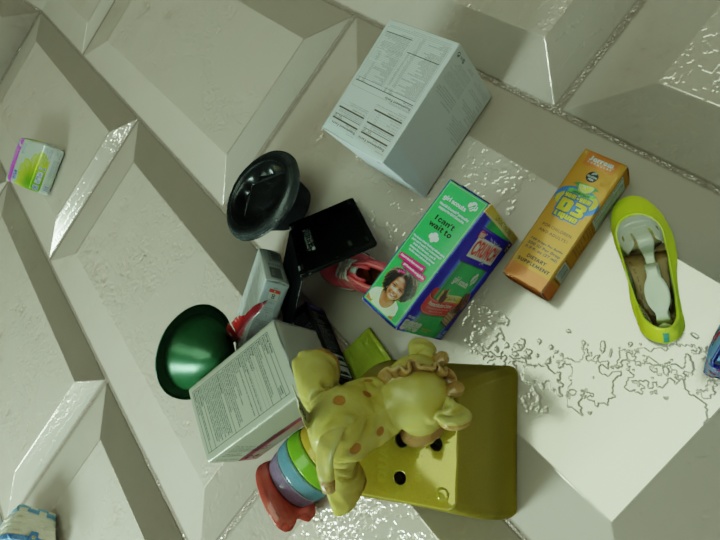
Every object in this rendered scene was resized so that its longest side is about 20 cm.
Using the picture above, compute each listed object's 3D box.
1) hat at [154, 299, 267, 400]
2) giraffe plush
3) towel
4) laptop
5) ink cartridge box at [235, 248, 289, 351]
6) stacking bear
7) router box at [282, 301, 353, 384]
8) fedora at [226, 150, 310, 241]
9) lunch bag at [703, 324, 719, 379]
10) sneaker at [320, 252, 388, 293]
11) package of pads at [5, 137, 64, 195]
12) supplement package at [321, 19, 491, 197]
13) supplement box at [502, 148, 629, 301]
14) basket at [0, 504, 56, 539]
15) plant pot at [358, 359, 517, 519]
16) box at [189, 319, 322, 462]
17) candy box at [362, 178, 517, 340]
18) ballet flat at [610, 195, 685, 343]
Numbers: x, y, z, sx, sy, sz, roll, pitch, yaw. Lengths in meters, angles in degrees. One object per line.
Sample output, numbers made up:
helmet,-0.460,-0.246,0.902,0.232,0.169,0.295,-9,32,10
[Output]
hat,-0.214,0.148,0.819,0.176,0.200,0.166,12,63,27
giraffe plush,0.023,0.143,0.534,0.162,0.200,0.173,-16,63,-8
towel,-0.033,0.192,0.846,0.200,0.018,0.086,-46,59,13
laptop,-0.068,-0.007,0.871,0.200,0.116,0.187,-24,33,0
ink cartridge box,-0.188,0.078,0.923,0.162,0.050,0.200,-124,50,-64
stacking bear,-0.056,0.286,0.785,0.200,0.121,0.114,-43,67,4
router box,-0.124,0.176,0.874,0.200,0.052,0.157,-40,52,17
fedora,-0.166,-0.130,0.967,0.200,0.092,0.201,-18,61,36
lunch bag,0.432,0.022,0.518,0.094,0.151,0.200,14,85,34
sneaker,0.000,0.000,0.834,0.200,0.087,0.074,14,84,36
package of pads,-1.024,-0.332,1.583,0.200,0.068,0.155,19,89,34
supplement package,0.076,-0.258,0.818,0.151,0.152,0.200,38,98,34
supplement box,0.281,-0.060,0.688,0.067,0.069,0.200,35,94,32
basket,-0.752,0.633,1.091,0.176,0.139,0.200,-43,28,15
plant pot,0.088,0.216,0.658,0.200,0.176,0.200,-2,76,26
box,-0.148,0.189,0.778,0.200,0.109,0.128,-38,58,18
candy box,0.119,-0.006,0.712,0.077,0.169,0.200,39,99,30
ballet flat,0.358,-0.010,0.625,0.067,0.067,0.200,-14,70,29
